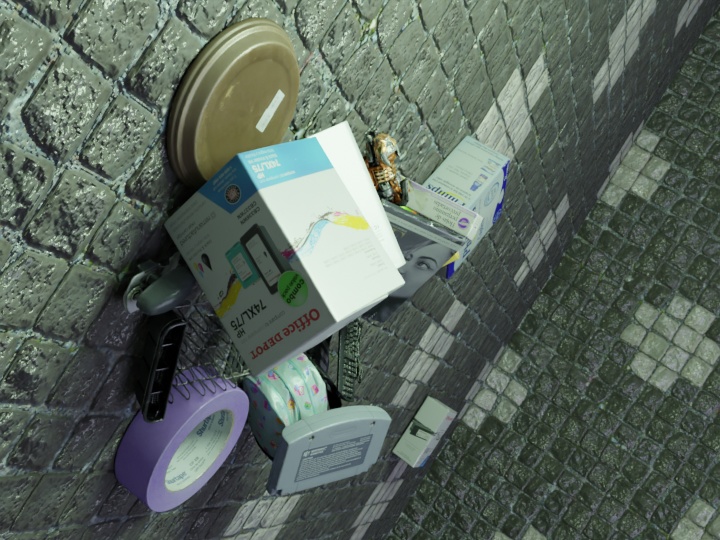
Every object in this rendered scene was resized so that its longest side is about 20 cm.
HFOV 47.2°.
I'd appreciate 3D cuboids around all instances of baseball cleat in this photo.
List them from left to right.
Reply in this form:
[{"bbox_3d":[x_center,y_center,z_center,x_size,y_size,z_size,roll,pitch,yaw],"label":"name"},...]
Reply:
[{"bbox_3d":[-0.088,0.120,1.370,0.106,0.069,0.202,-6,116,-57],"label":"baseball cleat"}]

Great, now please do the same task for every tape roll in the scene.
[{"bbox_3d":[-0.246,0.234,1.154,0.200,0.065,0.201,-48,157,-27],"label":"tape roll"}]

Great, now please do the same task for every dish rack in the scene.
[{"bbox_3d":[-0.189,0.101,1.056,0.199,0.055,0.154,-10,131,-43],"label":"dish rack"}]

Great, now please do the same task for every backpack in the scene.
[{"bbox_3d":[-0.114,0.223,1.321,0.126,0.166,0.201,-35,144,-36],"label":"backpack"}]

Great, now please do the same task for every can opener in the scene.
[{"bbox_3d":[-0.188,0.001,0.951,0.200,0.067,0.054,-33,149,-48],"label":"can opener"}]

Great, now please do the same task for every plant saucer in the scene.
[{"bbox_3d":[-0.129,-0.173,0.896,0.200,0.029,0.201,-48,157,-28],"label":"plant saucer"}]

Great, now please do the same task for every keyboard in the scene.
[{"bbox_3d":[-0.013,0.115,1.357,0.127,0.020,0.202,49,42,-70],"label":"keyboard"}]

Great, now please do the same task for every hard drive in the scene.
[{"bbox_3d":[-0.031,-0.073,1.042,0.131,0.201,0.026,-29,-170,-33],"label":"hard drive"}]

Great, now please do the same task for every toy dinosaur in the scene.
[{"bbox_3d":[0.008,-0.106,1.140,0.102,0.135,0.201,-26,135,-50],"label":"toy dinosaur"}]

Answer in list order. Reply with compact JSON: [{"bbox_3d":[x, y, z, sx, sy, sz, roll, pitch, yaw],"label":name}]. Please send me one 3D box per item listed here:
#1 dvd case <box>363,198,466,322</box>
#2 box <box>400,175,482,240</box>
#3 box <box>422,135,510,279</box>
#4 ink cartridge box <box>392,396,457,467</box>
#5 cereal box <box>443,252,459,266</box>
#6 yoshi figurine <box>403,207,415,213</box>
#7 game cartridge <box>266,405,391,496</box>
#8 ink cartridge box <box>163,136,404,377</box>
[{"bbox_3d":[0.032,-0.007,1.176,0.148,0.016,0.200,22,129,-29],"label":"dvd case"},{"bbox_3d":[0.086,-0.108,1.234,0.039,0.199,0.041,-63,161,5],"label":"box"},{"bbox_3d":[0.185,-0.118,1.582,0.200,0.105,0.184,-48,157,-24],"label":"box"},{"bbox_3d":[0.197,0.489,2.494,0.201,0.084,0.145,-56,160,-2],"label":"ink cartridge box"},{"bbox_3d":[0.091,-0.028,1.368,0.143,0.040,0.200,-27,-169,12],"label":"cereal box"},{"bbox_3d":[0.025,-0.081,1.325,0.111,0.113,0.200,-21,-176,16],"label":"yoshi figurine"},{"bbox_3d":[-0.047,0.277,1.294,0.199,0.041,0.134,-5,129,-37],"label":"game cartridge"},{"bbox_3d":[-0.082,-0.017,0.914,0.146,0.201,0.146,-35,174,35],"label":"ink cartridge box"}]
